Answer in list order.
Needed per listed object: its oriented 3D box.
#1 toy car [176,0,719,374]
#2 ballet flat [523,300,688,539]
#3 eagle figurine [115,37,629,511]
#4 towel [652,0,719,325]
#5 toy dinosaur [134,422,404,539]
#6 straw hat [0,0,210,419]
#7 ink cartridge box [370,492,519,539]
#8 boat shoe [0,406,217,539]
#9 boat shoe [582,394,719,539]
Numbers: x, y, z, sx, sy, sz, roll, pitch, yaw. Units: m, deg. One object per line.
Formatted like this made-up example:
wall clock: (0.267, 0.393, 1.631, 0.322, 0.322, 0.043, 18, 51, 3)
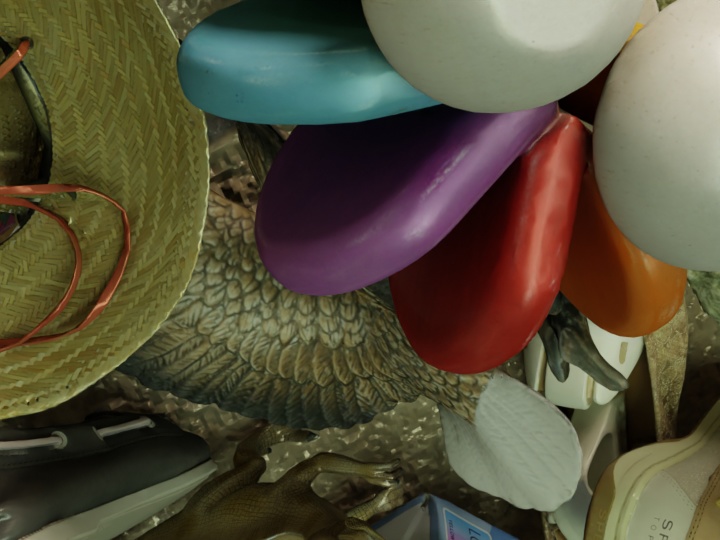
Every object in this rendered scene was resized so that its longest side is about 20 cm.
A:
toy car: (0.031, -0.050, 0.708, 0.200, 0.175, 0.150, 33, 92, -28)
ballet flat: (0.097, 0.051, 0.965, 0.070, 0.065, 0.200, 2, 124, 24)
eagle figurine: (-0.003, -0.005, 0.860, 0.200, 0.151, 0.152, 5, 112, -31)
towel: (0.135, -0.090, 0.785, 0.036, 0.148, 0.200, -17, 85, -52)
toy dinosaur: (-0.050, 0.097, 0.926, 0.101, 0.200, 0.058, -32, 103, -48)
straw hat: (-0.148, -0.052, 0.798, 0.201, 0.085, 0.202, -2, 111, -5)
ink cartridge box: (0.054, 0.186, 0.994, 0.200, 0.076, 0.136, 32, 129, -32)
boat shoe: (-0.106, 0.071, 0.856, 0.067, 0.200, 0.057, -32, 85, 15)
boat shoe: (0.161, 0.094, 0.972, 0.200, 0.066, 0.074, -24, 125, -53)
